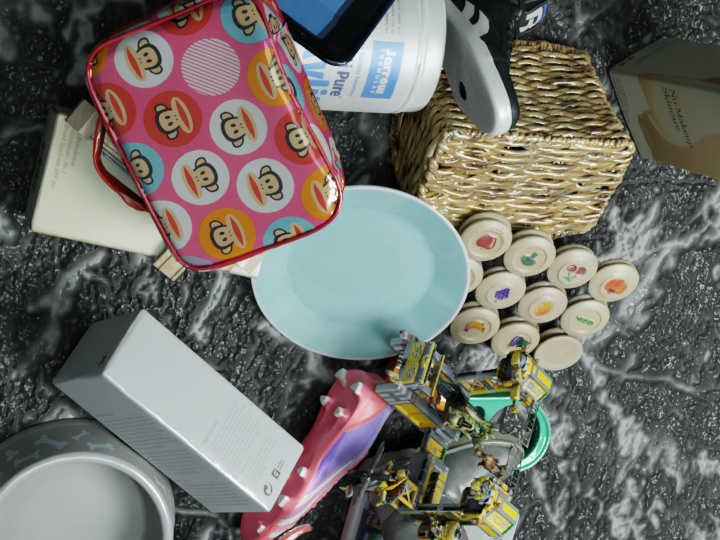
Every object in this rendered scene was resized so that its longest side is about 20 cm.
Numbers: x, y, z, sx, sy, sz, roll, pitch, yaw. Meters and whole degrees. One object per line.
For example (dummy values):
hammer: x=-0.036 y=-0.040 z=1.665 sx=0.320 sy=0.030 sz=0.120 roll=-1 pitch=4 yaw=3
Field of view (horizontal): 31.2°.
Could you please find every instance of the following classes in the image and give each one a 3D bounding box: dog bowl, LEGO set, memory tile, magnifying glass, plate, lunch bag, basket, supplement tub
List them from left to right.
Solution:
dog bowl: x=-0.258 y=0.237 z=1.153 sx=0.198 sy=0.059 sz=0.202 roll=-5 pitch=104 yaw=-19
lunch bag: x=-0.118 y=-0.103 z=0.983 sx=0.175 sy=0.082 sz=0.201 roll=-20 pitch=107 yaw=8
supplement tub: x=-0.042 y=-0.201 z=1.085 sx=0.198 sy=0.132 sz=0.133 roll=0 pitch=103 yaw=-19
plate: x=0.000 y=0.000 z=1.171 sx=0.198 sy=0.026 sz=0.201 roll=0 pitch=129 yaw=0
LEGO set: x=0.075 y=0.136 z=1.151 sx=0.116 sy=0.153 sz=0.201 roll=42 pitch=61 yaw=-35
magnifying glass: x=0.107 y=0.139 z=1.280 sx=0.199 sy=0.022 sz=0.080 roll=30 pitch=92 yaw=-23
basket: x=0.128 y=-0.120 z=1.203 sx=0.198 sy=0.150 sz=0.143 roll=1 pitch=136 yaw=-20
memory tile: x=0.154 y=0.025 z=1.229 sx=0.199 sy=0.017 sz=0.154 roll=17 pitch=129 yaw=-24

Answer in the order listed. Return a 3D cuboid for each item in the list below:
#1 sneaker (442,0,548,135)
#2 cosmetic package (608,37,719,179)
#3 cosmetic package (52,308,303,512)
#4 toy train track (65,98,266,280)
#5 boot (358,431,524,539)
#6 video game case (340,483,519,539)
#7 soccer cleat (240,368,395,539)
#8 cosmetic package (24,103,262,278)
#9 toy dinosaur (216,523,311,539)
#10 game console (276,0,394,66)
sneaker: x=0.123 y=-0.203 z=1.113 sx=0.111 sy=0.201 sz=0.073 roll=-13 pitch=141 yaw=-14
cosmetic package: x=0.321 y=-0.148 z=1.190 sx=0.071 sy=0.200 sz=0.106 roll=-30 pitch=110 yaw=-10
cosmetic package: x=-0.158 y=0.127 z=1.130 sx=0.200 sy=0.101 sz=0.072 roll=44 pitch=58 yaw=-24
toy train track: x=-0.154 y=-0.065 z=1.052 sx=0.200 sy=0.033 sz=0.115 roll=41 pitch=88 yaw=-22
boot: x=0.095 y=0.259 z=1.201 sx=0.180 sy=0.201 sz=0.073 roll=-12 pitch=140 yaw=-10
video game case: x=0.053 y=0.323 z=1.305 sx=0.181 sy=0.023 sz=0.202 roll=12 pitch=99 yaw=-22
soccer cleat: x=-0.037 y=0.184 z=1.219 sx=0.076 sy=0.067 sz=0.201 roll=35 pitch=91 yaw=-37
cosmetic package: x=-0.176 y=-0.067 z=1.102 sx=0.199 sy=0.073 sz=0.104 roll=11 pitch=99 yaw=-21
toy dinosaur: x=-0.124 y=0.342 z=1.155 sx=0.199 sy=0.105 sz=0.183 roll=-17 pitch=88 yaw=23
game console: x=-0.036 y=-0.292 z=0.989 sx=0.199 sy=0.119 sz=0.171 roll=35 pitch=125 yaw=-4
